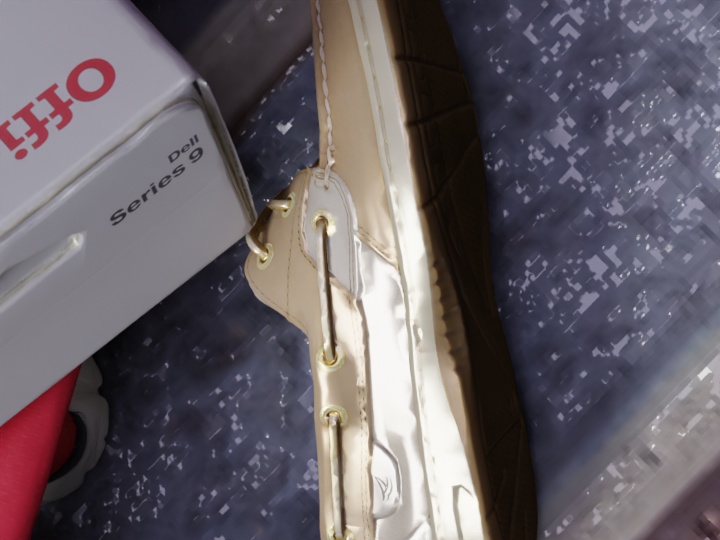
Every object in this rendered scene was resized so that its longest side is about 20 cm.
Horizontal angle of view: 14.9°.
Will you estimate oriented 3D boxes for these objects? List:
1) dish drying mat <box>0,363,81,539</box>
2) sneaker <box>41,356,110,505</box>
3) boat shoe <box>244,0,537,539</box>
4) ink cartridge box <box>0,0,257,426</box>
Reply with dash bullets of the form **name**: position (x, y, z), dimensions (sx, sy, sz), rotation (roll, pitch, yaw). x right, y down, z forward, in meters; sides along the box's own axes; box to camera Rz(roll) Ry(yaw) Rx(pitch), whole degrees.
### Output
- **dish drying mat**: position (-0.137, 0.093, 0.774), dimensions (0.077, 0.018, 0.200), rotation (12, 71, 13)
- **sneaker**: position (-0.179, 0.050, 0.854), dimensions (0.200, 0.085, 0.077), rotation (-14, 84, 17)
- **boat shoe**: position (0.000, 0.000, 0.798), dimensions (0.069, 0.074, 0.200), rotation (-8, 93, 18)
- **ink cartridge box**: position (-0.148, -0.051, 0.779), dimensions (0.145, 0.088, 0.200), rotation (-39, 62, -10)
